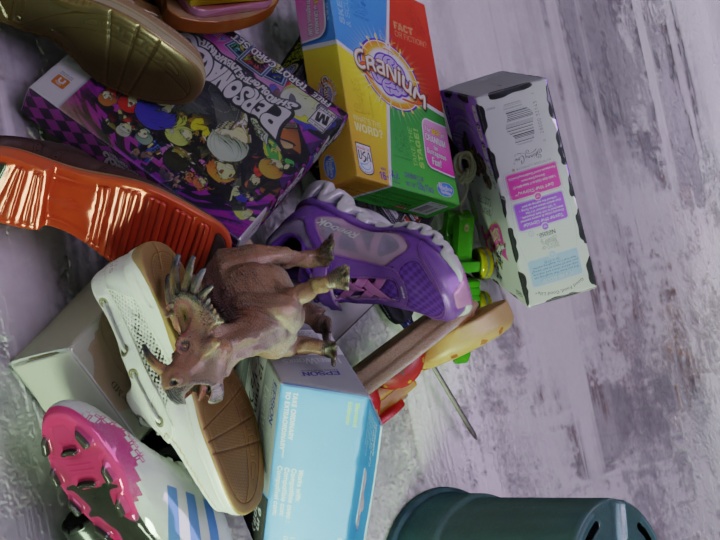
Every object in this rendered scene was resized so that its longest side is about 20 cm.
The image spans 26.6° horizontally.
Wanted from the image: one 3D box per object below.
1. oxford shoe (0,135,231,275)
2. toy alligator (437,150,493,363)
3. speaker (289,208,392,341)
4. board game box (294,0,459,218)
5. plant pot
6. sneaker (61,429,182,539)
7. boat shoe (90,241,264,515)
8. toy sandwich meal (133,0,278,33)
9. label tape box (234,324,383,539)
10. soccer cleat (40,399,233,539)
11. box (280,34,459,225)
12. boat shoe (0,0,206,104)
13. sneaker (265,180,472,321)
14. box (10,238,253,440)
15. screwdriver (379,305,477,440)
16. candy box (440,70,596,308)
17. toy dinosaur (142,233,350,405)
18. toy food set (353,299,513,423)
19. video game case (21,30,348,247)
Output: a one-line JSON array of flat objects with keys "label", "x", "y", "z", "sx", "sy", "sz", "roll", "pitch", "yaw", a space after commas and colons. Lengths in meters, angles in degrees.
[{"label": "oxford shoe", "x": -0.186, "y": -0.056, "z": 1.115, "sx": 0.199, "sy": 0.072, "sz": 0.073, "roll": 21, "pitch": 29, "yaw": -9}, {"label": "toy alligator", "x": 0.089, "y": -0.014, "z": 1.443, "sx": 0.059, "sy": 0.054, "sz": 0.202, "roll": -4, "pitch": 98, "yaw": -24}, {"label": "speaker", "x": -0.043, "y": 0.026, "z": 1.290, "sx": 0.200, "sy": 0.081, "sz": 0.082, "roll": -43, "pitch": 111, "yaw": -45}, {"label": "board game box", "x": 0.014, "y": -0.157, "z": 1.346, "sx": 0.152, "sy": 0.040, "sz": 0.202, "roll": 11, "pitch": 65, "yaw": -51}, {"label": "plant pot", "x": 0.153, "y": 0.284, "z": 1.345, "sx": 0.199, "sy": 0.195, "sz": 0.202, "roll": 15, "pitch": 69, "yaw": -44}, {"label": "sneaker", "x": -0.152, "y": 0.194, "z": 1.147, "sx": 0.200, "sy": 0.060, "sz": 0.105, "roll": -43, "pitch": 109, "yaw": -38}, {"label": "boat shoe", "x": -0.131, "y": 0.083, "z": 1.074, "sx": 0.071, "sy": 0.069, "sz": 0.201, "roll": -17, "pitch": 84, "yaw": -65}, {"label": "toy sandwich meal", "x": -0.151, "y": -0.279, "z": 1.222, "sx": 0.204, "sy": 0.070, "sz": 0.207, "roll": 17, "pitch": 53, "yaw": -25}, {"label": "label tape box", "x": -0.047, "y": 0.129, "z": 1.114, "sx": 0.066, "sy": 0.200, "sz": 0.144, "roll": 1, "pitch": 112, "yaw": -17}, {"label": "soccer cleat", "x": -0.149, "y": 0.160, "z": 1.085, "sx": 0.201, "sy": 0.070, "sz": 0.086, "roll": 56, "pitch": 41, "yaw": -16}, {"label": "box", "x": 0.005, "y": -0.130, "z": 1.394, "sx": 0.201, "sy": 0.044, "sz": 0.161, "roll": 54, "pitch": 39, "yaw": -22}, {"label": "boat shoe", "x": -0.200, "y": -0.197, "z": 1.148, "sx": 0.199, "sy": 0.071, "sz": 0.065, "roll": 30, "pitch": 43, "yaw": -6}, {"label": "sneaker", "x": 0.000, "y": 0.000, "z": 1.203, "sx": 0.088, "sy": 0.199, "sz": 0.081, "roll": -35, "pitch": 132, "yaw": -31}, {"label": "box", "x": -0.162, "y": 0.038, "z": 1.161, "sx": 0.095, "sy": 0.077, "sz": 0.200, "roll": 56, "pitch": 46, "yaw": -21}, {"label": "screwdriver", "x": 0.058, "y": 0.078, "z": 1.426, "sx": 0.028, "sy": 0.029, "sz": 0.201, "roll": -45, "pitch": 115, "yaw": -43}, {"label": "candy box", "x": 0.147, "y": -0.081, "z": 1.444, "sx": 0.071, "sy": 0.168, "sz": 0.202, "roll": -17, "pitch": 101, "yaw": -5}, {"label": "toy dinosaur", "x": -0.082, "y": 0.019, "z": 1.061, "sx": 0.134, "sy": 0.200, "sz": 0.087, "roll": 3, "pitch": 107, "yaw": -7}, {"label": "toy food set", "x": 0.026, "y": 0.089, "z": 1.268, "sx": 0.200, "sy": 0.198, "sz": 0.049, "roll": -37, "pitch": 89, "yaw": -30}, {"label": "video game case", "x": -0.133, "y": -0.124, "z": 1.198, "sx": 0.199, "sy": 0.036, "sz": 0.182, "roll": 36, "pitch": 49, "yaw": 3}]
